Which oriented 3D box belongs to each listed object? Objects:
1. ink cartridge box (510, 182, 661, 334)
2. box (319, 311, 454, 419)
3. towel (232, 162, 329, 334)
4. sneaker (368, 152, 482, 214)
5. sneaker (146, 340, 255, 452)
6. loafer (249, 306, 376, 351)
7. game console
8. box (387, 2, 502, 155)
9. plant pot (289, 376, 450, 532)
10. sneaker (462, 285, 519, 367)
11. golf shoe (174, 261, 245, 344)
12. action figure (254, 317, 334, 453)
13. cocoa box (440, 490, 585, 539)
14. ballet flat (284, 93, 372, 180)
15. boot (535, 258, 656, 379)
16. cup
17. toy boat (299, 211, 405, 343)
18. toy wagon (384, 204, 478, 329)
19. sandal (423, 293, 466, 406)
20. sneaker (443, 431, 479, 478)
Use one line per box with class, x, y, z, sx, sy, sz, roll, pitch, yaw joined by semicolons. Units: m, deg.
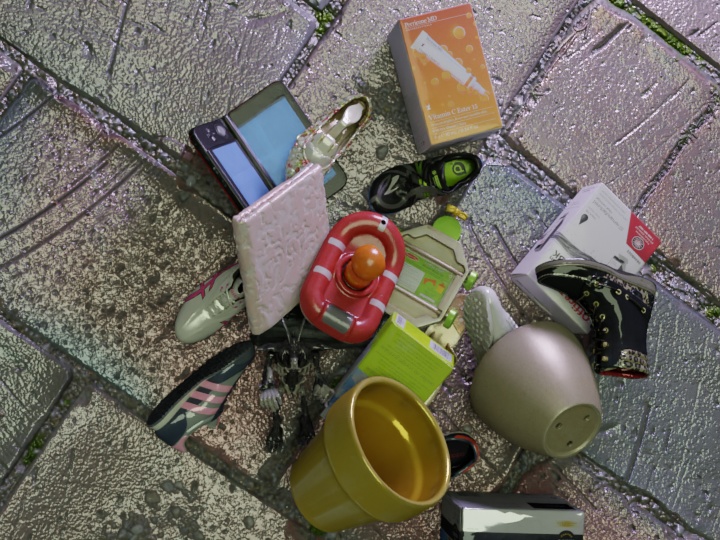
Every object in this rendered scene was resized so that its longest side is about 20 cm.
ink cartridge box;0.365;-0.017;1.563;0.147;0.083;0.200;42;82;-6
box;0.041;0.178;1.492;0.121;0.048;0.201;36;111;-5
towel;-0.112;-0.034;1.421;0.191;0.032;0.202;-42;139;-40
sneaker;0.103;-0.146;1.526;0.197;0.083;0.072;-19;91;-9
sneaker;-0.229;0.193;1.479;0.199;0.070;0.082;-39;111;-5
loafer;-0.075;0.098;1.504;0.197;0.068;0.071;7;120;-11
game console;-0.138;-0.171;1.472;0.118;0.172;0.201;-34;94;23
box;0.133;-0.301;1.528;0.123;0.097;0.203;-15;90;-9
plant pot;0.001;0.289;1.420;0.201;0.201;0.189;47;124;-5
sneaker;0.217;0.099;1.516;0.080;0.076;0.202;-25;127;-13
golf shoe;-0.207;0.035;1.467;0.200;0.092;0.073;-42;95;-6
action figure;-0.098;0.177;1.445;0.117;0.102;0.203;-3;116;-12
cocoa box;0.232;0.425;1.502;0.197;0.133;0.133;4;88;-9
ballet flat;-0.047;-0.207;1.483;0.075;0.064;0.201;41;62;-11
boot;0.358;0.073;1.462;0.201;0.073;0.156;13;69;-14
cup;0.288;0.201;1.470;0.198;0.143;0.203;-12;124;-19
toy boat;0.000;0.000;1.428;0.129;0.131;0.202;29;63;-9
toy wagon;0.109;-0.008;1.529;0.154;0.040;0.202;29;83;10
sandal;0.122;0.131;1.526;0.077;0.070;0.213;30;84;-7
sneaker;0.096;0.305;1.509;0.198;0.084;0.076;-22;92;-9
